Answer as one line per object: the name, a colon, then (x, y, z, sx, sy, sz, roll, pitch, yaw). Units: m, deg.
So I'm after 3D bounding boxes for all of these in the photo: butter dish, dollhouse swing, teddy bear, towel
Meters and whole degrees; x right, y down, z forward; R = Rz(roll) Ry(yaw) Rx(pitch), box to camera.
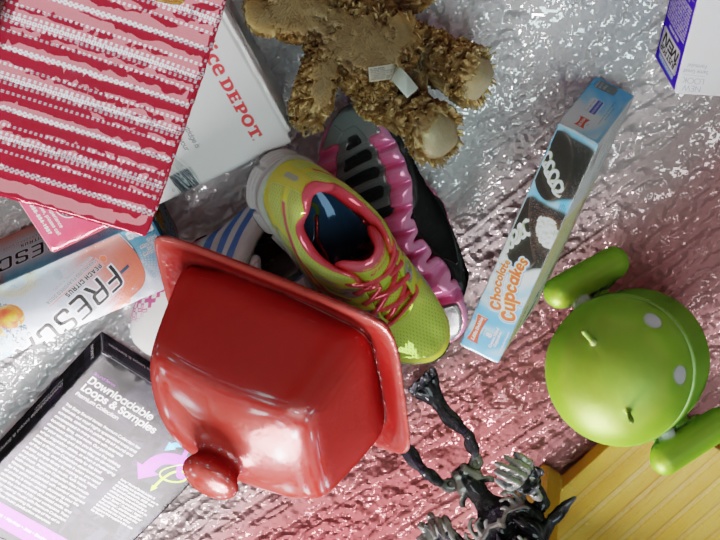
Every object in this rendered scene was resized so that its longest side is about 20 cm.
butter dish: (-0.078, 0.097, 1.562, 0.199, 0.148, 0.200, 21, 152, 18)
dollhouse swing: (0.243, 0.250, 1.823, 0.200, 0.182, 0.176, 33, 133, -25)
teddy bear: (0.004, -0.158, 1.556, 0.199, 0.067, 0.146, 16, 91, -13)
towel: (-0.187, -0.125, 1.489, 0.144, 0.023, 0.201, 16, 115, -13)

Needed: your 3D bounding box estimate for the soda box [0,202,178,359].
soda box: (-0.235, 0.006, 1.638, 0.199, 0.068, 0.064, -24, 123, 5)

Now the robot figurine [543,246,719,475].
robot figurine: (0.208, 0.074, 1.680, 0.115, 0.200, 0.176, -32, 83, 15)

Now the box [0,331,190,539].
box: (-0.216, 0.156, 1.762, 0.143, 0.036, 0.200, 34, 113, -27)

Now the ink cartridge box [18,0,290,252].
ink cartridge box: (-0.169, -0.126, 1.554, 0.199, 0.084, 0.145, -25, 123, 8)

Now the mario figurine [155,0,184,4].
mario figurine: (-0.126, -0.282, 1.413, 0.123, 0.201, 0.106, 3, 167, 15)

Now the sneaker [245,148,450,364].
sneaker: (0.000, 0.000, 1.546, 0.200, 0.090, 0.078, 45, 78, -24)

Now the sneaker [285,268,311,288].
sneaker: (-0.014, 0.054, 1.663, 0.072, 0.073, 0.200, -36, 150, -4)

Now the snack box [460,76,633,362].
snack box: (0.141, -0.038, 1.641, 0.037, 0.116, 0.201, 27, 118, 8)

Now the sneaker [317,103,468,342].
sneaker: (0.031, -0.044, 1.643, 0.079, 0.095, 0.201, -11, 116, 27)

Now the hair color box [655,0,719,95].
hair color box: (0.293, -0.226, 1.575, 0.109, 0.065, 0.201, 3, 124, -11)

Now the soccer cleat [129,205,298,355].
soccer cleat: (-0.102, 0.008, 1.651, 0.200, 0.086, 0.070, -41, 119, 18)

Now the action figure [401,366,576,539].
action figure: (0.091, 0.181, 1.734, 0.119, 0.102, 0.200, -43, 82, 7)
